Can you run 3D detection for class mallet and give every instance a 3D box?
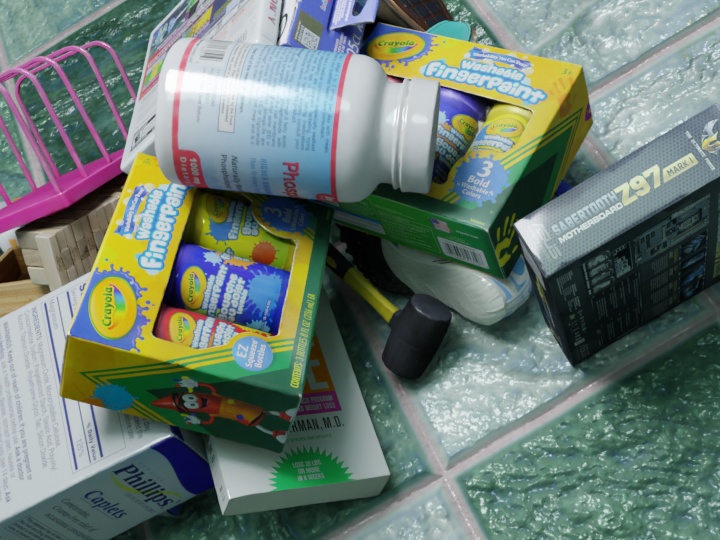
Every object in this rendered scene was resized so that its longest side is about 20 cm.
[{"bbox_3d":[0.000,0.000,0.924,0.200,0.041,0.066,50,123,25],"label":"mallet"}]

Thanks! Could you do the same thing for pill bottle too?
[{"bbox_3d":[-0.043,-0.108,0.809,0.198,0.109,0.110,7,61,6],"label":"pill bottle"}]

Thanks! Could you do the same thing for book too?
[{"bbox_3d":[-0.071,0.096,0.884,0.132,0.048,0.201,-2,51,-27],"label":"book"}]

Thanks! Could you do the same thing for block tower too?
[{"bbox_3d":[-0.229,-0.049,1.017,0.057,0.054,0.200,4,27,33],"label":"block tower"}]

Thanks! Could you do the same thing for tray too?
[{"bbox_3d":[-0.253,0.000,1.030,0.198,0.037,0.099,-8,24,11],"label":"tray"}]

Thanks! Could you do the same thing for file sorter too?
[{"bbox_3d":[-0.303,-0.124,1.018,0.138,0.126,0.200,-19,15,22],"label":"file sorter"}]

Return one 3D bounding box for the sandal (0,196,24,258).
[{"bbox_3d":[-0.355,-0.038,1.124,0.204,0.060,0.079,-5,21,9],"label":"sandal"}]

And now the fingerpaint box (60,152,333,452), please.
[{"bbox_3d":[-0.117,0.018,0.828,0.165,0.074,0.201,16,44,-7],"label":"fingerpaint box"}]

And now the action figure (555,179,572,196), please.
[{"bbox_3d":[0.137,-0.082,0.951,0.065,0.052,0.200,-47,51,-5],"label":"action figure"}]

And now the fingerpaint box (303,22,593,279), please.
[{"bbox_3d":[0.063,-0.105,0.897,0.199,0.074,0.168,20,66,31],"label":"fingerpaint box"}]

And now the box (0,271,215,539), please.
[{"bbox_3d":[-0.233,0.120,0.887,0.199,0.105,0.185,-26,54,4],"label":"box"}]

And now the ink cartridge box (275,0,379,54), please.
[{"bbox_3d":[-0.064,-0.199,0.941,0.199,0.076,0.138,-24,46,46],"label":"ink cartridge box"}]

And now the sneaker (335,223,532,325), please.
[{"bbox_3d":[0.060,-0.014,0.933,0.199,0.072,0.072,26,43,35],"label":"sneaker"}]

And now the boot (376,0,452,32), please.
[{"bbox_3d":[0.009,-0.271,1.122,0.200,0.097,0.074,46,44,14],"label":"boot"}]

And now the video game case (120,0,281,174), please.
[{"bbox_3d":[-0.133,-0.198,0.949,0.199,0.023,0.184,-34,40,38],"label":"video game case"}]

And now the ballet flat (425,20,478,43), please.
[{"bbox_3d":[0.041,-0.145,1.019,0.071,0.072,0.200,28,71,34],"label":"ballet flat"}]

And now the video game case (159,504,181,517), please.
[{"bbox_3d":[-0.224,0.112,0.983,0.180,0.046,0.202,-1,59,22],"label":"video game case"}]

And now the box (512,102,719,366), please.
[{"bbox_3d":[0.199,-0.017,0.784,0.157,0.200,0.051,-30,64,4],"label":"box"}]
